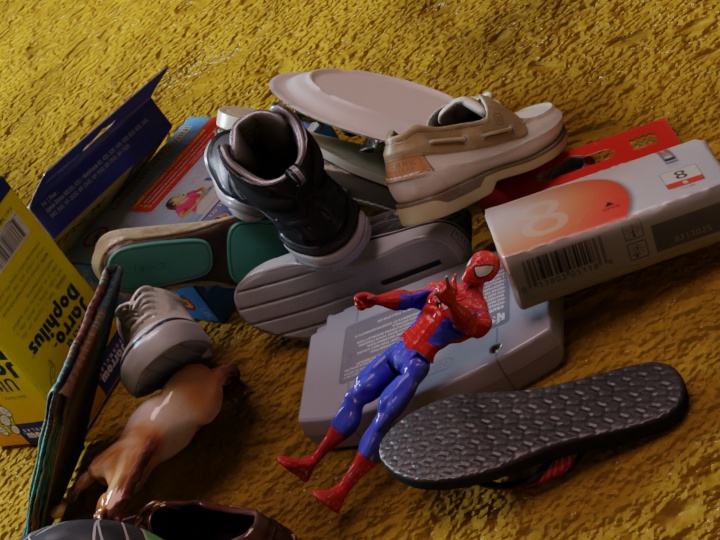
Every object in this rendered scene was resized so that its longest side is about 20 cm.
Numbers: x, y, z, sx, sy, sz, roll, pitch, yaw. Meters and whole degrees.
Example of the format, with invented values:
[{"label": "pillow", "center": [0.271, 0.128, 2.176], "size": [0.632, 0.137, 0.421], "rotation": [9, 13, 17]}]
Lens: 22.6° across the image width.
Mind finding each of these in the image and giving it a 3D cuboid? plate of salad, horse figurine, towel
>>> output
[{"label": "plate of salad", "center": [0.022, -0.119, 1.456], "size": [0.200, 0.200, 0.048], "rotation": [-133, 54, -59]}, {"label": "horse figurine", "center": [-0.148, 0.121, 1.308], "size": [0.200, 0.050, 0.133], "rotation": [-44, 2, -33]}, {"label": "towel", "center": [-0.218, 0.110, 1.340], "size": [0.022, 0.200, 0.147], "rotation": [17, 41, -2]}]

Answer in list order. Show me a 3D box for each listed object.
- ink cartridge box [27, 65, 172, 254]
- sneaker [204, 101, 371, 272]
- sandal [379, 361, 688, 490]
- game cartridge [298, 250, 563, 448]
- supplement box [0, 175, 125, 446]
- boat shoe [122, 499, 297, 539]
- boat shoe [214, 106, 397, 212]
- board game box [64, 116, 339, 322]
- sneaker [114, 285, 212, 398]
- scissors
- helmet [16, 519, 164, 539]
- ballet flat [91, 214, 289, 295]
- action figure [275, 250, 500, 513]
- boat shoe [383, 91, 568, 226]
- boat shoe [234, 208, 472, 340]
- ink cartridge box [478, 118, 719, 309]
[{"label": "ink cartridge box", "center": [-0.248, -0.066, 1.613], "size": [0.200, 0.047, 0.198], "rotation": [-46, 3, 45]}, {"label": "sneaker", "center": [-0.072, -0.084, 1.354], "size": [0.075, 0.114, 0.200], "rotation": [-40, 42, -10]}, {"label": "sandal", "center": [0.111, 0.109, 1.145], "size": [0.199, 0.045, 0.075], "rotation": [-12, 40, 8]}, {"label": "game cartridge", "center": [0.052, 0.055, 1.277], "size": [0.200, 0.041, 0.133], "rotation": [-21, 29, 21]}, {"label": "supplement box", "center": [-0.296, 0.037, 1.474], "size": [0.109, 0.200, 0.110], "rotation": [-9, 39, 37]}, {"label": "boat shoe", "center": [-0.119, 0.184, 1.226], "size": [0.200, 0.070, 0.070], "rotation": [-6, 44, 41]}, {"label": "boat shoe", "center": [-0.030, -0.077, 1.469], "size": [0.201, 0.060, 0.072], "rotation": [20, 17, 17]}, {"label": "board game box", "center": [-0.137, -0.050, 1.586], "size": [0.196, 0.056, 0.200], "rotation": [6, 49, 48]}, {"label": "sneaker", "center": [-0.158, 0.050, 1.359], "size": [0.073, 0.071, 0.200], "rotation": [-36, -3, -6]}, {"label": "scissors", "center": [0.117, -0.024, 1.344], "size": [0.200, 0.014, 0.073], "rotation": [-41, 32, -14]}, {"label": "helmet", "center": [-0.158, 0.240, 1.059], "size": [0.200, 0.191, 0.200], "rotation": [-25, 31, 16]}, {"label": "ballet flat", "center": [-0.115, -0.019, 1.440], "size": [0.199, 0.068, 0.062], "rotation": [-1, 19, -15]}, {"label": "action figure", "center": [0.016, 0.056, 1.187], "size": [0.200, 0.099, 0.065], "rotation": [-50, 52, -3]}, {"label": "boat shoe", "center": [0.088, -0.097, 1.333], "size": [0.075, 0.069, 0.200], "rotation": [-14, 12, 38]}, {"label": "boat shoe", "center": [0.000, 0.000, 1.381], "size": [0.199, 0.072, 0.071], "rotation": [-13, 25, 24]}, {"label": "ink cartridge box", "center": [0.164, -0.061, 1.273], "size": [0.162, 0.050, 0.200], "rotation": [-19, 30, 3]}]
